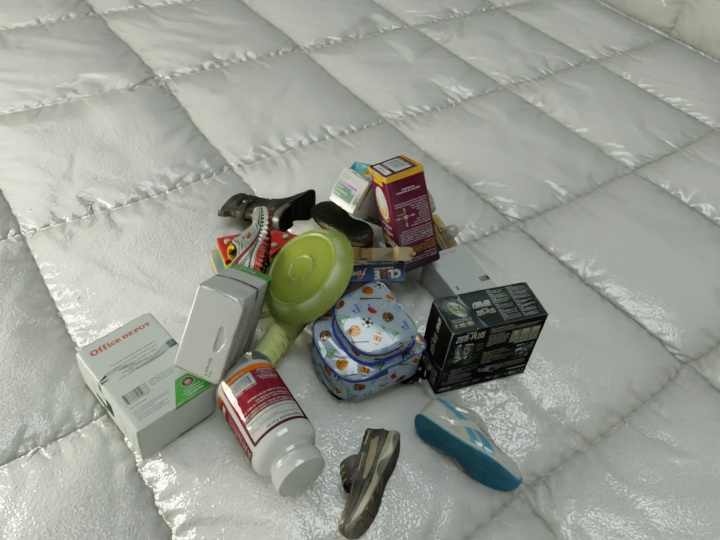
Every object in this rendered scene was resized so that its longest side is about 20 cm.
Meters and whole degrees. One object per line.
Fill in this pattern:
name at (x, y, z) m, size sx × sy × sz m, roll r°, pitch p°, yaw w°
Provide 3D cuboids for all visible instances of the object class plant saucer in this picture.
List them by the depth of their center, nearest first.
plant saucer at (-0.103, 0.002, 1.186) m, size 0.196 × 0.031 × 0.204 m, roll -19°, pitch 50°, yaw 24°

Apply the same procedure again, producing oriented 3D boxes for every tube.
tube at (-0.132, 0.098, 1.220) m, size 0.051 × 0.059 × 0.201 m, roll 28°, pitch 50°, yaw 9°
tube at (0.062, -0.233, 1.627) m, size 0.195 × 0.052 × 0.078 m, roll 16°, pitch 35°, yaw 16°

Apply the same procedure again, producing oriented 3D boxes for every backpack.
backpack at (0.006, 0.130, 1.160) m, size 0.188 × 0.156 × 0.201 m, roll -28°, pitch 56°, yaw -20°

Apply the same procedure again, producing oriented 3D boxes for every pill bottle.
pill bottle at (-0.141, 0.249, 1.028) m, size 0.111 × 0.115 × 0.201 m, roll -20°, pitch 51°, yaw -28°

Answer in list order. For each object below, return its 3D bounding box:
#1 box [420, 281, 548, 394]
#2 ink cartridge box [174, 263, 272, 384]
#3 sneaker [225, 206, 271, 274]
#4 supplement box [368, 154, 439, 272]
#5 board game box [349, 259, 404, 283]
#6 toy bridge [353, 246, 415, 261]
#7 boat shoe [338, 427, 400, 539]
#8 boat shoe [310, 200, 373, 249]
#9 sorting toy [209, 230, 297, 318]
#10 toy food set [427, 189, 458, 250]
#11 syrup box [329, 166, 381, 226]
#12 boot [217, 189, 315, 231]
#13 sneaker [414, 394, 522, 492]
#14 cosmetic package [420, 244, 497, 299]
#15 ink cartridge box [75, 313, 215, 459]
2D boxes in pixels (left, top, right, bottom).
box at (0.219, 0.123, 1.184) m, size 0.195 × 0.167 × 0.087 m, roll -10°, pitch 45°, yaw -18°
ink cartridge box at (-0.227, 0.083, 1.098) m, size 0.082 × 0.150 × 0.200 m, roll 20°, pitch 10°, yaw 2°
sneaker at (-0.217, -0.055, 1.260) m, size 0.080 × 0.079 × 0.203 m, roll 5°, pitch 43°, yaw -2°
supplement box at (0.089, -0.117, 1.317) m, size 0.084 × 0.205 × 0.110 m, roll -19°, pitch 24°, yaw -11°
board game box at (0.000, 0.000, 1.286) m, size 0.131 × 0.036 × 0.200 m, roll -2°, pitch 4°, yaw -11°
toy bridge at (0.045, -0.032, 1.271) m, size 0.066 × 0.028 × 0.198 m, roll -1°, pitch 2°, yaw -34°
boat shoe at (0.003, 0.327, 1.010) m, size 0.071 × 0.076 × 0.201 m, roll 12°, pitch 33°, yaw 18°
boat shoe at (-0.043, -0.085, 1.429) m, size 0.075 × 0.075 × 0.199 m, roll -28°, pitch 43°, yaw -23°
sorting toy at (-0.192, -0.007, 1.322) m, size 0.194 × 0.071 × 0.202 m, roll -11°, pitch 46°, yaw -21°
toy food set at (0.161, -0.135, 1.443) m, size 0.060 × 0.201 × 0.145 m, roll -31°, pitch 48°, yaw 5°
syrup box at (0.025, -0.154, 1.430) m, size 0.078 × 0.083 × 0.198 m, roll 36°, pitch 13°, yaw 31°
boot at (-0.209, -0.153, 1.476) m, size 0.170 × 0.071 × 0.199 m, roll 14°, pitch 26°, yaw 24°
sneaker at (0.188, 0.282, 1.077) m, size 0.198 × 0.078 × 0.080 m, roll 35°, pitch 46°, yaw 23°
cosmetic package at (0.216, 0.044, 1.335) m, size 0.099 × 0.075 × 0.201 m, roll -17°, pitch 50°, yaw -24°
ink cartridge box at (-0.357, 0.186, 1.079) m, size 0.145 × 0.084 × 0.199 m, roll -30°, pitch 56°, yaw -34°
